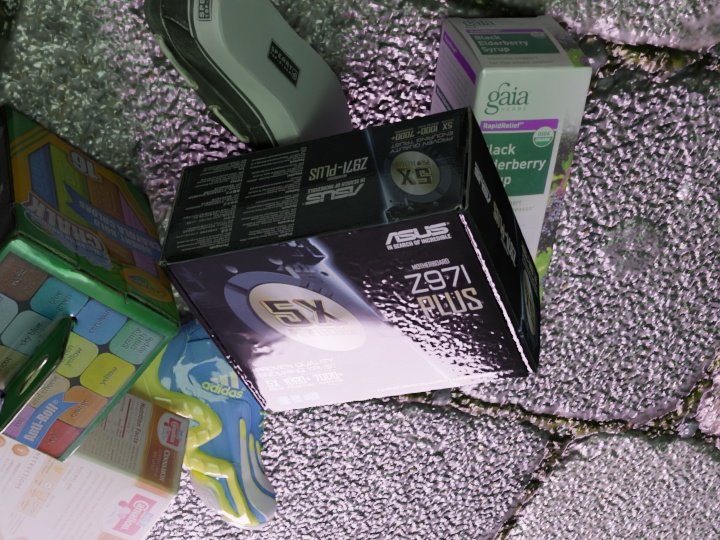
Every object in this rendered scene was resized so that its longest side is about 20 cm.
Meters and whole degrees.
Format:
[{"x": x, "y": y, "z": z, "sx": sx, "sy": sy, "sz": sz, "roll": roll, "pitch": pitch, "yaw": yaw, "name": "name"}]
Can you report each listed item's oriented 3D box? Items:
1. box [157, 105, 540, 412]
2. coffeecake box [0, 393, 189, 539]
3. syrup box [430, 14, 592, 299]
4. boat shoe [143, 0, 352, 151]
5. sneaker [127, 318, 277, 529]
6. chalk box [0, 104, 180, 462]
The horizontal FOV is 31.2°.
[{"x": 0.000, "y": 0.000, "z": 0.821, "sx": 0.198, "sy": 0.087, "sz": 0.164, "roll": -9, "pitch": 137, "yaw": 19, "name": "box"}, {"x": -0.241, "y": 0.135, "z": 0.889, "sx": 0.198, "sy": 0.073, "sz": 0.154, "roll": 25, "pitch": 126, "yaw": -18, "name": "coffeecake box"}, {"x": 0.092, "y": -0.069, "z": 0.892, "sx": 0.078, "sy": 0.082, "sz": 0.202, "roll": -4, "pitch": 127, "yaw": -16, "name": "syrup box"}, {"x": -0.065, "y": -0.117, "z": 0.819, "sx": 0.063, "sy": 0.071, "sz": 0.200, "roll": 1, "pitch": 151, "yaw": 28, "name": "boat shoe"}, {"x": -0.093, "y": 0.112, "z": 0.964, "sx": 0.104, "sy": 0.076, "sz": 0.201, "roll": -32, "pitch": 128, "yaw": 5, "name": "sneaker"}, {"x": -0.196, "y": 0.019, "z": 0.781, "sx": 0.123, "sy": 0.201, "sz": 0.124, "roll": 33, "pitch": 110, "yaw": -34, "name": "chalk box"}]
